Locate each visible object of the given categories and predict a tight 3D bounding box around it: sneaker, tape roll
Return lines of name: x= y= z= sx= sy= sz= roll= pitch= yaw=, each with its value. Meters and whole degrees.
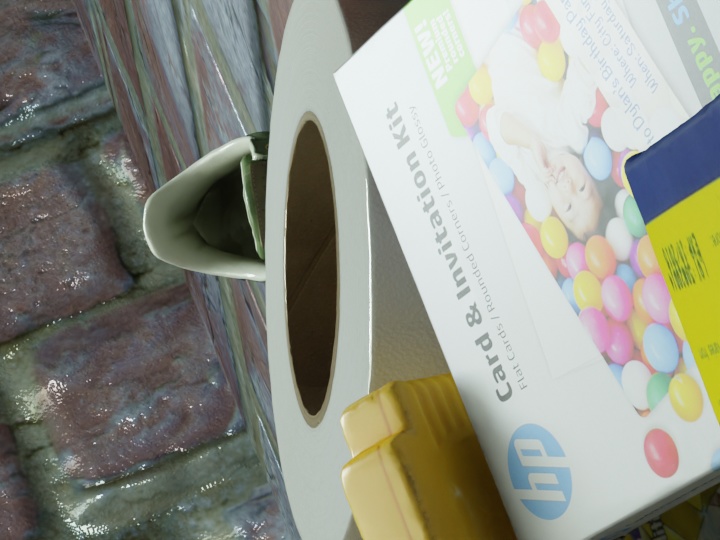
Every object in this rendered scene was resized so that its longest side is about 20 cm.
sneaker: x=-0.004 y=-0.026 z=1.069 sx=0.200 sy=0.090 sz=0.068 roll=-8 pitch=90 yaw=47
tape roll: x=0.000 y=0.000 z=0.935 sx=0.203 sy=0.037 sz=0.204 roll=180 pitch=90 yaw=-78

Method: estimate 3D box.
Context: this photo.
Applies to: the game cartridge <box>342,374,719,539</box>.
game cartridge: x=0.087 y=0.109 z=0.824 sx=0.200 sy=0.032 sz=0.177 roll=-7 pitch=-109 yaw=-54

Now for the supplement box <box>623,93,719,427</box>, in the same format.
supplement box: x=0.142 y=0.047 z=0.521 sx=0.109 sy=0.109 sz=0.201 roll=137 pitch=113 yaw=-82

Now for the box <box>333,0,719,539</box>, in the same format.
box: x=0.080 y=-0.028 z=0.702 sx=0.200 sy=0.041 sz=0.157 roll=-38 pitch=70 yaw=54
